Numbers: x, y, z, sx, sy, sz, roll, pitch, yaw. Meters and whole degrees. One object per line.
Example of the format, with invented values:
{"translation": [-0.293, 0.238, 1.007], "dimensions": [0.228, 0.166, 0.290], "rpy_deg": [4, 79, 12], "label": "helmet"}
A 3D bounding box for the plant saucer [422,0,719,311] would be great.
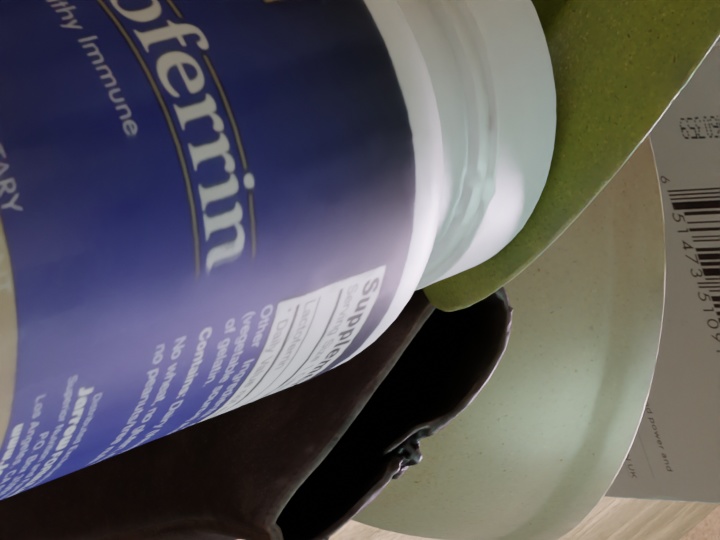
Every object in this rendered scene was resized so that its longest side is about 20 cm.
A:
{"translation": [0.061, -0.082, 0.741], "dimensions": [0.200, 0.031, 0.200], "rpy_deg": [-55, -170, 15], "label": "plant saucer"}

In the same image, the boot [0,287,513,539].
{"translation": [-0.058, 0.059, 0.834], "dimensions": [0.200, 0.072, 0.166], "rpy_deg": [-46, -160, -11], "label": "boot"}

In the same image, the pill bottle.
{"translation": [-0.055, -0.021, 0.623], "dimensions": [0.200, 0.116, 0.116], "rpy_deg": [-20, 158, -44], "label": "pill bottle"}

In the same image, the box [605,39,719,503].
{"translation": [0.168, -0.019, 1.172], "dimensions": [0.130, 0.200, 0.200], "rpy_deg": [-28, -165, -34], "label": "box"}

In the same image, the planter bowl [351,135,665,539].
{"translation": [0.000, 0.000, 1.034], "dimensions": [0.134, 0.201, 0.200], "rpy_deg": [2, 147, -26], "label": "planter bowl"}
